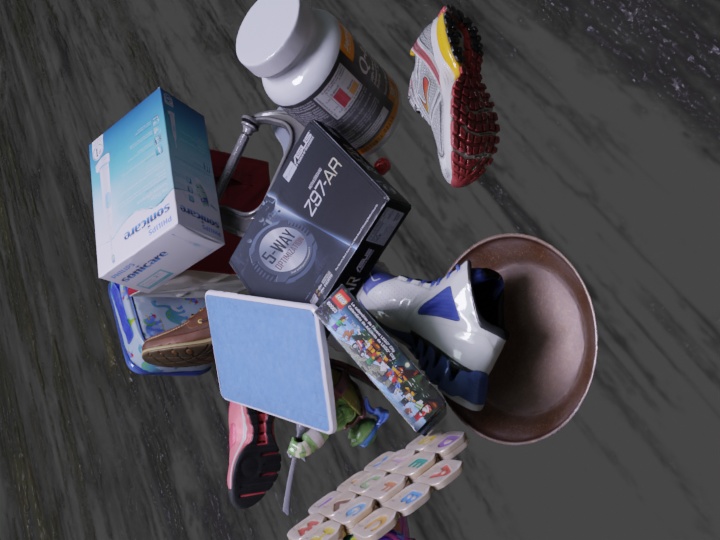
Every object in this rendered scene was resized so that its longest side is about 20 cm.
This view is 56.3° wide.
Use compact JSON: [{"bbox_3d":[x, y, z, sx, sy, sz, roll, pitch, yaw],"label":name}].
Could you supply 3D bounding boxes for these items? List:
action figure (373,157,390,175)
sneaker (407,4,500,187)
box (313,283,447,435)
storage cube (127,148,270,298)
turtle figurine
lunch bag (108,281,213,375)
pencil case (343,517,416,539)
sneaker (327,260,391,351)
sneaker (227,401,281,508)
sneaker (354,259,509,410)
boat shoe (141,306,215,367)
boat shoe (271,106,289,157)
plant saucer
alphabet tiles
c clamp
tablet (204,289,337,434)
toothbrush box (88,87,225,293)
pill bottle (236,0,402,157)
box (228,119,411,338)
[{"bbox_3d":[-0.030,-0.076,0.878,0.200,0.051,0.066,-44,62,30],"label":"action figure"},{"bbox_3d":[0.098,-0.182,0.739,0.081,0.076,0.206,-27,58,46],"label":"sneaker"},{"bbox_3d":[0.027,0.097,0.665,0.038,0.200,0.137,-41,75,-4],"label":"box"},{"bbox_3d":[-0.245,-0.065,1.020,0.197,0.168,0.186,-17,74,44],"label":"storage cube"},{"bbox_3d":[-0.084,0.164,0.812,0.198,0.144,0.196,-34,96,30],"label":"turtle figurine"},{"bbox_3d":[-0.321,0.072,1.097,0.083,0.158,0.203,-50,54,30],"label":"lunch bag"},{"bbox_3d":[0.018,0.277,0.695,0.200,0.085,0.091,-178,93,-87],"label":"pencil case"},{"bbox_3d":[0.000,0.000,0.807,0.086,0.081,0.206,3,110,36],"label":"sneaker"},{"bbox_3d":[-0.160,0.239,0.987,0.086,0.072,0.207,-1,82,60],"label":"sneaker"},{"bbox_3d":[0.085,0.035,0.679,0.117,0.080,0.199,-57,43,9],"label":"sneaker"},{"bbox_3d":[-0.224,0.092,0.993,0.073,0.194,0.069,87,168,-61],"label":"boat shoe"},{"bbox_3d":[-0.069,-0.150,0.900,0.070,0.066,0.202,-40,45,12],"label":"boat shoe"},{"bbox_3d":[0.153,0.067,0.673,0.197,0.036,0.207,-6,82,48],"label":"plant saucer"},{"bbox_3d":[0.018,0.221,0.686,0.015,0.197,0.195,61,157,-1],"label":"alphabet tiles"},{"bbox_3d":[-0.153,-0.126,0.866,0.168,0.027,0.204,25,82,30],"label":"c clamp"},{"bbox_3d":[-0.100,0.092,0.717,0.196,0.013,0.134,4,106,44],"label":"tablet"},{"bbox_3d":[-0.262,-0.099,0.854,0.144,0.085,0.205,-28,61,24],"label":"toothbrush box"},{"bbox_3d":[-0.044,-0.225,0.783,0.114,0.199,0.120,-15,62,31],"label":"pill bottle"},{"bbox_3d":[-0.052,-0.038,0.744,0.161,0.043,0.202,49,113,35],"label":"box"}]
